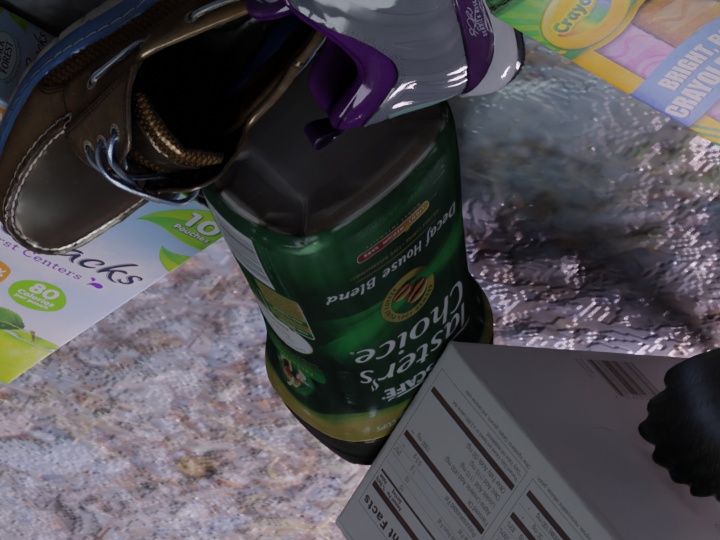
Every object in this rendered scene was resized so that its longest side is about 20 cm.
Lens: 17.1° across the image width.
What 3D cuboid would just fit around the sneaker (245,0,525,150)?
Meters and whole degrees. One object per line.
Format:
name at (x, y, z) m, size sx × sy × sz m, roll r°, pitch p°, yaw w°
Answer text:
sneaker at (-0.006, -0.129, 0.822) m, size 0.087 × 0.074 × 0.200 m, roll -26°, pitch 126°, yaw -8°

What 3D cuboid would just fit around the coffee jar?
coffee jar at (0.000, 0.000, 1.043) m, size 0.085 × 0.104 × 0.200 m, roll 40°, pitch 162°, yaw 29°

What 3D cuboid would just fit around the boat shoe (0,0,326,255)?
boat shoe at (-0.081, -0.066, 0.935) m, size 0.072 × 0.072 × 0.200 m, roll 26°, pitch 124°, yaw -29°

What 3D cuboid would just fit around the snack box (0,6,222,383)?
snack box at (-0.165, -0.029, 1.079) m, size 0.142 × 0.053 × 0.200 m, roll 26°, pitch 142°, yaw -29°

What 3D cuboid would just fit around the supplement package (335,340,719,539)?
supplement package at (0.121, 0.126, 1.085) m, size 0.200 × 0.156 × 0.111 m, roll 6°, pitch 124°, yaw -45°

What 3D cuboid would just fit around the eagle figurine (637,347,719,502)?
eagle figurine at (0.231, 0.017, 1.016) m, size 0.151 × 0.151 × 0.200 m, roll 12°, pitch 138°, yaw -26°

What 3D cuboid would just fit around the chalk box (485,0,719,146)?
chalk box at (0.121, -0.135, 0.796) m, size 0.200 × 0.125 × 0.124 m, roll 27°, pitch 142°, yaw -26°
